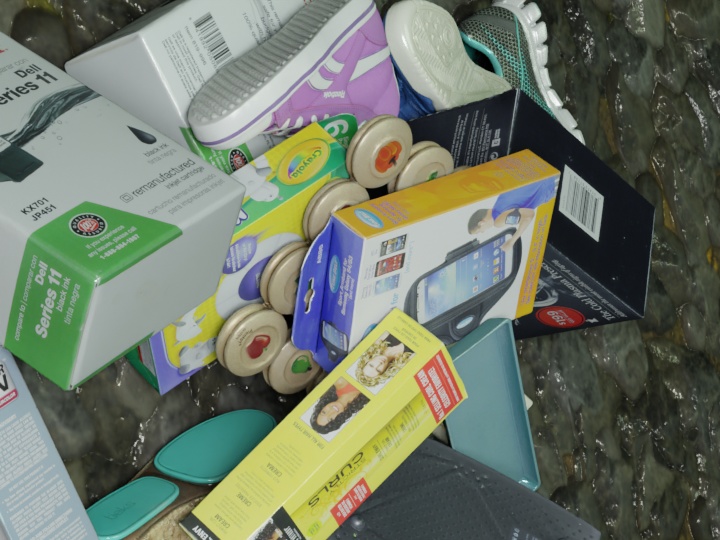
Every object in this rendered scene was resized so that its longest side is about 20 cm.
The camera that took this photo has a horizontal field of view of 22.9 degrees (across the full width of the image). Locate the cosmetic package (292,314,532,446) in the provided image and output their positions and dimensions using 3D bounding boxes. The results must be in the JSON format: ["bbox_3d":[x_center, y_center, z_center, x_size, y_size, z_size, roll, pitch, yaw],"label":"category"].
[{"bbox_3d":[0.029,0.053,1.329,0.071,0.105,0.200,-47,125,1],"label":"cosmetic package"}]

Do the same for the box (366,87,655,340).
[{"bbox_3d":[0.100,-0.033,1.391,0.200,0.181,0.105,34,57,-40],"label":"box"}]

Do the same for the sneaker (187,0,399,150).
[{"bbox_3d":[-0.032,-0.106,1.208,0.200,0.072,0.115,-43,120,-43],"label":"sneaker"}]

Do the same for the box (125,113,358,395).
[{"bbox_3d":[-0.070,-0.014,1.174,0.200,0.048,0.118,-36,150,-22],"label":"box"}]

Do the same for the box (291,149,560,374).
[{"bbox_3d":[0.043,0.000,1.190,0.199,0.041,0.120,-21,133,-36],"label":"box"}]

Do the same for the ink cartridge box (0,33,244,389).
[{"bbox_3d":[-0.190,-0.041,1.015,0.199,0.083,0.147,32,37,17],"label":"ink cartridge box"}]

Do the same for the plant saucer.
[{"bbox_3d":[0.090,0.114,1.287,0.070,0.019,0.201,-36,139,-18],"label":"plant saucer"}]

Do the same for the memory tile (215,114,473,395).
[{"bbox_3d":[0.000,0.000,1.191,0.200,0.017,0.153,-56,142,4],"label":"memory tile"}]

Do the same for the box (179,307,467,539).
[{"bbox_3d":[-0.021,0.121,1.146,0.200,0.050,0.075,-44,144,-14],"label":"box"}]

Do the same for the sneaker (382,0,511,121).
[{"bbox_3d":[0.036,-0.149,1.399,0.200,0.111,0.077,28,63,-59],"label":"sneaker"}]

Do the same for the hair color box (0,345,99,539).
[{"bbox_3d":[-0.210,0.149,1.017,0.061,0.099,0.201,-36,107,-49],"label":"hair color box"}]

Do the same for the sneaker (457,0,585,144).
[{"bbox_3d":[0.131,-0.140,1.567,0.091,0.077,0.201,-23,94,-36],"label":"sneaker"}]

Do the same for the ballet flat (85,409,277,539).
[{"bbox_3d":[-0.122,0.157,1.167,0.200,0.070,0.066,-29,129,-48],"label":"ballet flat"}]

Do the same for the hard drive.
[{"bbox_3d":[0.064,0.190,1.222,0.199,0.042,0.135,27,43,-7],"label":"hard drive"}]

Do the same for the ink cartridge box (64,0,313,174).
[{"bbox_3d":[-0.093,-0.130,1.260,0.200,0.083,0.147,-42,111,-47],"label":"ink cartridge box"}]
